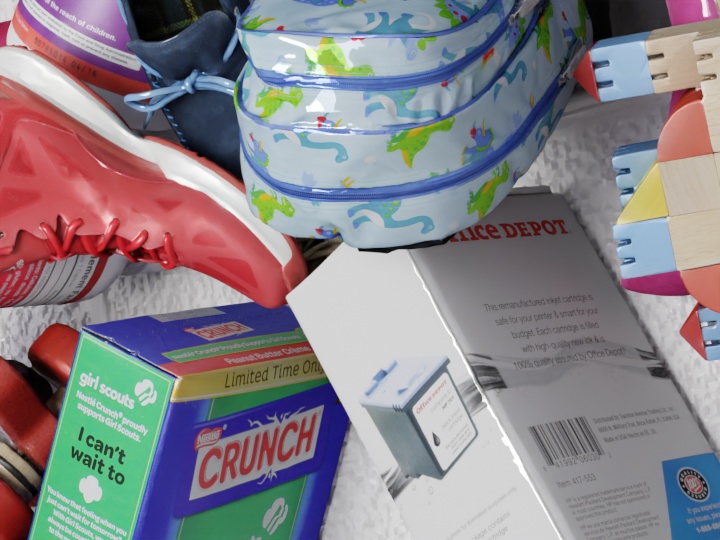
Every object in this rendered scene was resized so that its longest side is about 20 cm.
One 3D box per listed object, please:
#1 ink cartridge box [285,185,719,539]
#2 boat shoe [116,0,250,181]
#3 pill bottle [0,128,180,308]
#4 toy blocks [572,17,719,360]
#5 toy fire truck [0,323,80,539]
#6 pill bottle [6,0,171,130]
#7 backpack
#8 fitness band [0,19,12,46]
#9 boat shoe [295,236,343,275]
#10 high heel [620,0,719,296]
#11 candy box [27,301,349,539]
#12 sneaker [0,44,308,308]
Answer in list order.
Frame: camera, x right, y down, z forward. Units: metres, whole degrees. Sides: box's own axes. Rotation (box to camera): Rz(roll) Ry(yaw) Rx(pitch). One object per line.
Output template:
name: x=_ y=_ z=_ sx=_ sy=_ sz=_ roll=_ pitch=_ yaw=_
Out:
ink cartridge box: x=0.077 y=0.067 z=1.368 sx=0.086 sy=0.146 sz=0.200 roll=-43 pitch=67 yaw=34
boat shoe: x=-0.094 y=-0.117 z=1.437 sx=0.084 sy=0.069 sz=0.200 roll=-25 pitch=100 yaw=18
pill bottle: x=-0.191 y=-0.036 z=1.529 sx=0.112 sy=0.200 sz=0.113 roll=6 pitch=98 yaw=51
toy blocks: x=0.172 y=-0.035 z=1.283 sx=0.136 sy=0.100 sz=0.200 roll=-10 pitch=102 yaw=16
toy fire truck: x=-0.193 y=0.090 z=1.560 sx=0.168 sy=0.200 sz=0.112 roll=27 pitch=70 yaw=38
pill bottle: x=-0.105 y=-0.182 z=1.516 sx=0.112 sy=0.112 sz=0.200 roll=37 pitch=114 yaw=31
backpack: x=0.015 y=-0.090 z=1.309 sx=0.163 sy=0.200 sz=0.154 roll=11 pitch=139 yaw=17
fitness band: x=-0.174 y=-0.204 z=1.549 sx=0.037 sy=0.144 sz=0.200 roll=35 pitch=114 yaw=30
boat shoe: x=0.000 y=0.000 z=1.471 sx=0.076 sy=0.072 sz=0.200 roll=-38 pitch=70 yaw=33
high heel: x=0.145 y=-0.089 z=1.357 sx=0.096 sy=0.067 sz=0.200 roll=-13 pitch=98 yaw=28
candy box: x=-0.091 y=0.124 z=1.489 sx=0.077 sy=0.169 sz=0.200 roll=23 pitch=107 yaw=31
sneaker: x=-0.133 y=-0.015 z=1.431 sx=0.200 sy=0.116 sz=0.078 roll=32 pitch=156 yaw=12
